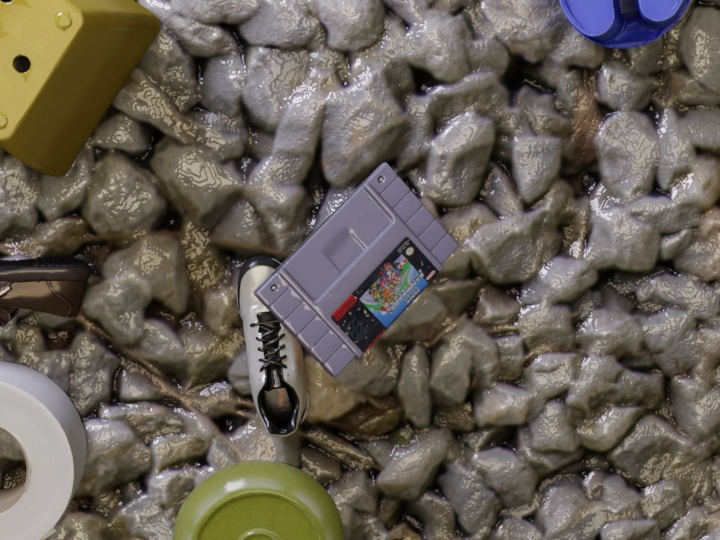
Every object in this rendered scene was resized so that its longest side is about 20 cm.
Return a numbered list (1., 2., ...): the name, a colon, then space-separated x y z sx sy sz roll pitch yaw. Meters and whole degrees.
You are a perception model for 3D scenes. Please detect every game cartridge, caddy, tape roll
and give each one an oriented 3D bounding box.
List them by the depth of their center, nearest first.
1. caddy: 0.264 -0.327 0.979 0.140 0.105 0.202 -8 102 19
2. game cartridge: 0.000 0.000 1.023 0.130 0.038 0.200 46 77 -7
3. tape roll: -0.398 0.202 1.032 0.200 0.071 0.205 -1 100 -5

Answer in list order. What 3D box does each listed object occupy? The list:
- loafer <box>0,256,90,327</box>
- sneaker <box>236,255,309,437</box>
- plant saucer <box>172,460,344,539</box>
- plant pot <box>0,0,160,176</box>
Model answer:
1. loafer: -0.382 0.026 1.000 0.198 0.073 0.072 0 99 -5
2. sneaker: -0.089 0.084 1.034 0.073 0.080 0.202 -11 99 -1
3. plant saucer: -0.116 0.317 1.098 0.198 0.031 0.202 -1 100 -5
4. plant pot: -0.333 -0.216 0.909 0.199 0.176 0.201 35 96 -10
